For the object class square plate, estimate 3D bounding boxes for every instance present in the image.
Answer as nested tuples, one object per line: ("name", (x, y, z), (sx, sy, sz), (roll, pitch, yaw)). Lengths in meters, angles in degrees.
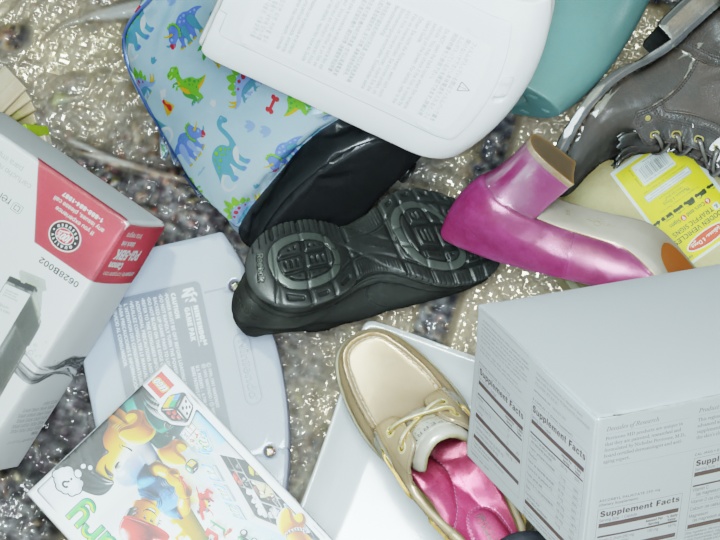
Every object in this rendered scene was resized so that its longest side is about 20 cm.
("square plate", (0.063, 0.157, 1.683), (0.197, 0.028, 0.201), (19, 76, 6))

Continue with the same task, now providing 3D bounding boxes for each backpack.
("backpack", (-0.069, -0.125, 1.706), (0.163, 0.153, 0.201), (-42, 58, 32))

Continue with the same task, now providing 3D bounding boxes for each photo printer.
("photo printer", (0.016, -0.162, 1.569), (0.199, 0.167, 0.070), (24, 47, -4))

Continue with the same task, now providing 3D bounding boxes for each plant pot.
("plant pot", (0.103, -0.198, 1.698), (0.200, 0.201, 0.162), (19, 84, 7))

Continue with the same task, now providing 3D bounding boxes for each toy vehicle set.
("toy vehicle set", (0.221, -0.043, 1.733), (0.200, 0.027, 0.124), (-33, 77, -7))

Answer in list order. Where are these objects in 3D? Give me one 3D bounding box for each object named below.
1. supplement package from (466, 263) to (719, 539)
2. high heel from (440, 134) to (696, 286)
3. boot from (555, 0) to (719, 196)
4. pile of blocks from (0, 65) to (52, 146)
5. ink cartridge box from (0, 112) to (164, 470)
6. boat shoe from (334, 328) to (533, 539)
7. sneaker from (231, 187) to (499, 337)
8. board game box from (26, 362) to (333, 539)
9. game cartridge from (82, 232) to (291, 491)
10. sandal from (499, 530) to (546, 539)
("supplement package", (0.190, 0.086, 1.566), (0.199, 0.111, 0.156), (-8, 28, -24))
("high heel", (0.151, 0.003, 1.679), (0.200, 0.067, 0.096), (38, 119, -16))
("boot", (0.237, -0.079, 1.696), (0.174, 0.069, 0.200), (44, 87, 4))
("pile of blocks", (-0.269, -0.119, 1.747), (0.082, 0.062, 0.200), (-41, 84, 10))
("ink cartridge box", (-0.248, 0.014, 1.671), (0.146, 0.083, 0.200), (33, 97, 11))
("boat shoe", (0.052, 0.116, 1.644), (0.074, 0.069, 0.200), (-35, 77, -8))
("sneaker", (0.000, 0.000, 1.699), (0.199, 0.091, 0.076), (-7, 66, -27))
("board game box", (-0.105, 0.175, 1.646), (0.126, 0.035, 0.200), (-44, 83, -6))
("game cartridge", (-0.118, 0.080, 1.706), (0.133, 0.040, 0.201), (-13, 75, 2))
("sandal", (0.094, 0.259, 1.617), (0.076, 0.043, 0.201), (10, 105, -18))
